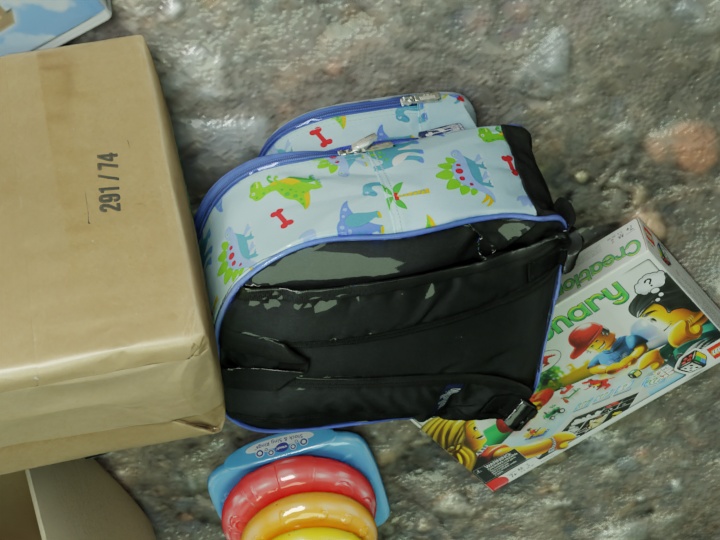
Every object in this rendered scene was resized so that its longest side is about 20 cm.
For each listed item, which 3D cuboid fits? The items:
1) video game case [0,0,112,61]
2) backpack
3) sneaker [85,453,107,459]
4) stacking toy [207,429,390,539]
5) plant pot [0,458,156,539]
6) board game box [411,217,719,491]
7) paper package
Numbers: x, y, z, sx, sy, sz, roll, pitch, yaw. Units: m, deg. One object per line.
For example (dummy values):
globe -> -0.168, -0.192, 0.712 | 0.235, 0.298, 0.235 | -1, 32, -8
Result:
video game case -> -0.258, -0.150, 0.944 | 0.199, 0.022, 0.182 | -26, 133, 13
backpack -> 0.000, 0.000, 1.049 | 0.199, 0.147, 0.184 | -8, 137, -17
sneaker -> -0.134, 0.077, 1.133 | 0.199, 0.100, 0.071 | 13, 128, -24
stacking toy -> -0.031, 0.212, 1.212 | 0.115, 0.201, 0.110 | -15, 135, 5
plant pot -> -0.224, 0.231, 1.204 | 0.199, 0.201, 0.177 | -32, 149, 18
board game box -> 0.132, 0.059, 1.214 | 0.199, 0.035, 0.126 | -33, 131, 19
paper package -> -0.178, -0.003, 0.958 | 0.189, 0.201, 0.104 | -10, 147, -10
